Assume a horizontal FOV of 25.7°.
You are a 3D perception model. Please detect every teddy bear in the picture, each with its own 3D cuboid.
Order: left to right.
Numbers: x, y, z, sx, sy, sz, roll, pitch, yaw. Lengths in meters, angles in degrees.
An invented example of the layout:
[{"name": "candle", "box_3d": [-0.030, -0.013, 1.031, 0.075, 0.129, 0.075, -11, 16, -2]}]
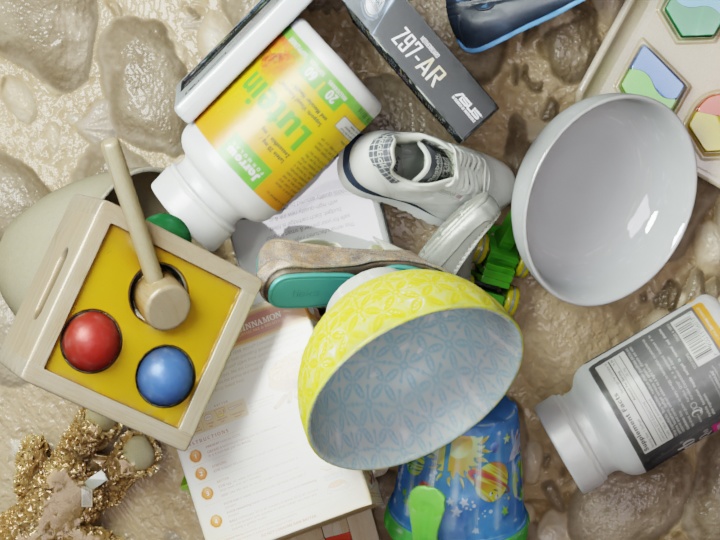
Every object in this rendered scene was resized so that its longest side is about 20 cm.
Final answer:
[{"name": "teddy bear", "box_3d": [-0.283, 0.219, 1.541, 0.144, 0.067, 0.202, 24, 88, -9]}]

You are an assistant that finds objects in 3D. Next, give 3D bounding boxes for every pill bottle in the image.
[{"name": "pill bottle", "box_3d": [-0.087, -0.115, 1.393, 0.200, 0.111, 0.111, -44, 91, 4]}, {"name": "pill bottle", "box_3d": [0.271, 0.119, 1.477, 0.199, 0.116, 0.117, -31, 92, 5]}]

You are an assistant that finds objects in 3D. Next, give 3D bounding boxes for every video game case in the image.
[{"name": "video game case", "box_3d": [-0.093, -0.220, 1.436, 0.200, 0.182, 0.023, -45, 104, 5]}]

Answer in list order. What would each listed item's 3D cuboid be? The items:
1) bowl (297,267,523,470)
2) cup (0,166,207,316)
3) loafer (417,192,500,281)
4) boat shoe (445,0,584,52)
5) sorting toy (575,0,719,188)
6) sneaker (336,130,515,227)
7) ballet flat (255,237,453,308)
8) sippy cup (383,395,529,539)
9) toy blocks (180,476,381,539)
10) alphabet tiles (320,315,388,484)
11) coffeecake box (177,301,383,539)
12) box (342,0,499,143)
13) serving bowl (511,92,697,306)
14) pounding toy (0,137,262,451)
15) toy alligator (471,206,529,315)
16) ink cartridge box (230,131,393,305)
[{"name": "bowl", "box_3d": [0.027, 0.063, 1.326, 0.199, 0.200, 0.108, -34, 52, 4]}, {"name": "cup", "box_3d": [-0.254, -0.001, 1.469, 0.142, 0.200, 0.203, 8, 95, 30]}, {"name": "loafer", "box_3d": [0.075, 0.015, 1.460, 0.070, 0.070, 0.201, 37, 119, 2]}, {"name": "boat shoe", "box_3d": [0.172, -0.274, 1.469, 0.198, 0.084, 0.069, -28, 104, 2]}, {"name": "sorting toy", "box_3d": [0.329, -0.192, 1.492, 0.199, 0.036, 0.187, 29, 95, 0]}, {"name": "sneaker", "box_3d": [0.076, -0.087, 1.450, 0.198, 0.080, 0.077, 6, 79, -37]}, {"name": "ballet flat", "box_3d": [0.000, 0.000, 1.391, 0.198, 0.068, 0.069, 8, 126, -26]}, {"name": "sippy cup", "box_3d": [0.092, 0.179, 1.446, 0.138, 0.178, 0.132, -2, 111, -13]}, {"name": "toy blocks", "box_3d": [-0.059, 0.245, 1.506, 0.198, 0.100, 0.138, -14, 104, 4]}, {"name": "alphabet tiles", "box_3d": [-0.058, 0.146, 1.543, 0.194, 0.015, 0.202, 24, 95, 1]}, {"name": "coffeecake box", "box_3d": [-0.086, 0.139, 1.412, 0.152, 0.073, 0.202, -20, 79, 6]}, {"name": "box", "box_3d": [0.054, -0.188, 1.423, 0.043, 0.200, 0.161, -41, 90, 4]}, {"name": "serving bowl", "box_3d": [0.216, -0.072, 1.464, 0.198, 0.066, 0.203, -11, 114, -26]}, {"name": "pounding toy", "box_3d": [-0.188, 0.018, 1.297, 0.183, 0.142, 0.202, 27, 85, -24]}, {"name": "toy alligator", "box_3d": [0.115, 0.027, 1.510, 0.059, 0.054, 0.202, 15, 103, -13]}, {"name": "ink cartridge box", "box_3d": [-0.056, -0.070, 1.492, 0.145, 0.086, 0.202, -15, 95, 4]}]
